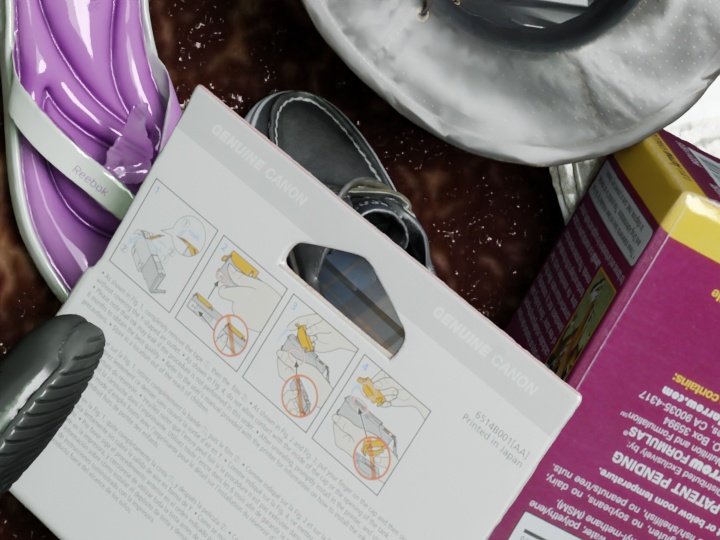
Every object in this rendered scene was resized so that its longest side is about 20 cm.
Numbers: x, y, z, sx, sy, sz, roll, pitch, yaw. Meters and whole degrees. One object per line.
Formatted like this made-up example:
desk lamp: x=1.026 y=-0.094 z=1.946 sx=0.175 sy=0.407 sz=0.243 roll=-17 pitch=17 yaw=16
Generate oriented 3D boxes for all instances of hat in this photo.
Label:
hat: x=0.058 y=-0.140 z=1.054 sx=0.200 sy=0.081 sz=0.201 roll=-1 pitch=97 yaw=-11

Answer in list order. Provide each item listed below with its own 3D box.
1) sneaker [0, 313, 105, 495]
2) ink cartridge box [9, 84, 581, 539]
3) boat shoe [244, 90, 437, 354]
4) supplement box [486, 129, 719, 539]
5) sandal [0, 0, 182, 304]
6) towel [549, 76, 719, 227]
sneaker: x=-0.184 y=0.072 z=1.014 sx=0.200 sy=0.074 sz=0.089 roll=-43 pitch=84 yaw=9
ink cartridge box: x=-0.029 y=0.059 z=1.014 sx=0.200 sy=0.045 sz=0.176 roll=40 pitch=105 yaw=24
boat shoe: x=0.000 y=0.000 z=1.068 sx=0.070 sy=0.066 sz=0.201 roll=-1 pitch=55 yaw=-20
supplement box: x=0.107 y=0.059 z=1.057 sx=0.103 sy=0.131 sz=0.200 roll=27 pitch=103 yaw=-12
sandal: x=-0.105 y=-0.063 z=1.092 sx=0.082 sy=0.050 sz=0.203 roll=-16 pitch=87 yaw=-17
towel: x=0.140 y=-0.086 z=1.118 sx=0.146 sy=0.024 sz=0.201 roll=-13 pitch=95 yaw=-1
